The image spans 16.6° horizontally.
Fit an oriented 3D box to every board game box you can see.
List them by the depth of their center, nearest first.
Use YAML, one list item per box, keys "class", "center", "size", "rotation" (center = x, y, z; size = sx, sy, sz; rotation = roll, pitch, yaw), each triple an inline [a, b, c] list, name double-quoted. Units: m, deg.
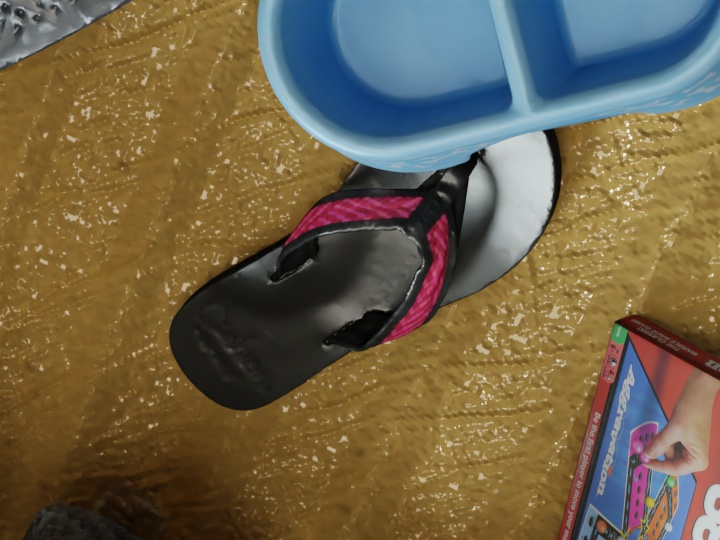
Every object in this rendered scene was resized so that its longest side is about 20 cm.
- class: "board game box"
  center: [0.121, 0.129, 0.972]
  size: [0.103, 0.019, 0.201]
  rotation: [29, 119, 34]

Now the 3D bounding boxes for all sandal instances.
- class: "sandal"
  center: [0.000, 0.000, 0.966]
  size: [0.200, 0.045, 0.075]
  rotation: [-37, 98, 28]

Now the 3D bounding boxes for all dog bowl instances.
- class: "dog bowl"
  center: [0.054, -0.099, 0.881]
  size: [0.199, 0.050, 0.112]
  rotation: [-13, 95, 16]

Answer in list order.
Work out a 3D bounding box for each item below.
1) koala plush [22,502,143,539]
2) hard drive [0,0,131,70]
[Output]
- class: "koala plush"
  center: [-0.055, 0.191, 1.025]
  size: [0.199, 0.184, 0.178]
  rotation: [13, 102, -10]
- class: "hard drive"
  center: [-0.150, -0.148, 0.944]
  size: [0.199, 0.042, 0.135]
  rotation: [-24, 106, 24]
